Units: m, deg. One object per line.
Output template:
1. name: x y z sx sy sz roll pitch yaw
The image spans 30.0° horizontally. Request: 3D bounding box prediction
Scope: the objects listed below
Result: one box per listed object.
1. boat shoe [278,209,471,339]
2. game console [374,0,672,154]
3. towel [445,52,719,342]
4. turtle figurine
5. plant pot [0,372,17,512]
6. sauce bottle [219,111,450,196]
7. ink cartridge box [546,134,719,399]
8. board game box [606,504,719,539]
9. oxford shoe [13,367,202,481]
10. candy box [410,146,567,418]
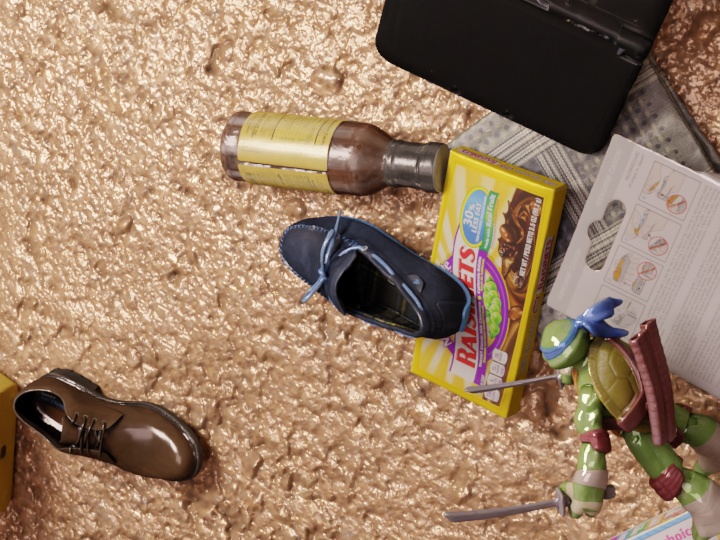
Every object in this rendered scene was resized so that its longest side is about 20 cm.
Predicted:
1. boat shoe: 0.000 0.000 1.115 0.198 0.068 0.085 17 112 39
2. game console: 0.130 -0.215 1.007 0.198 0.116 0.178 25 85 6
3. towel: 0.183 -0.066 1.065 0.199 0.034 0.194 -32 83 28
4. turtle figurine: 0.183 0.128 1.023 0.193 0.144 0.201 34 99 -11
5. plant pot: -0.446 0.175 1.313 0.174 0.200 0.203 10 104 11
6. sauce bottle: -0.021 -0.094 1.126 0.198 0.065 0.066 10 104 25
7. ink cartridge box: 0.260 0.001 1.011 0.199 0.057 0.164 31 124 20
8. board game box: 0.253 0.271 1.089 0.199 0.034 0.136 -32 86 26
9. oxford shoe: -0.242 0.157 1.268 0.198 0.084 0.074 16 104 19
10. candy box: 0.101 0.011 1.092 0.102 0.026 0.203 25 117 33
